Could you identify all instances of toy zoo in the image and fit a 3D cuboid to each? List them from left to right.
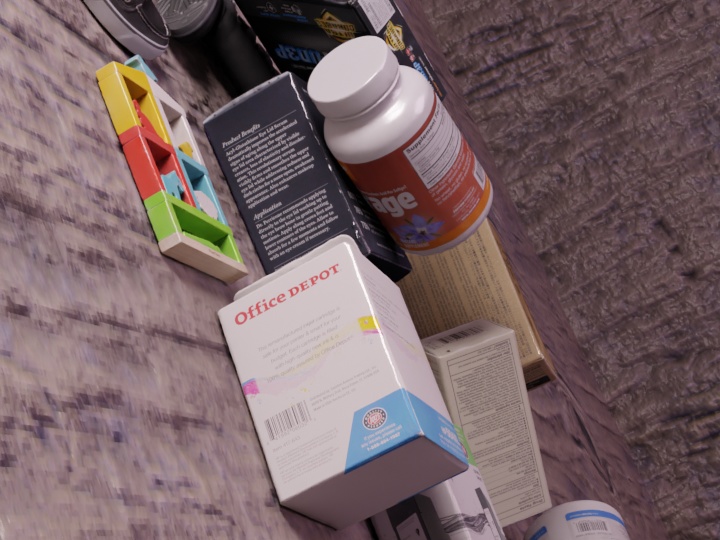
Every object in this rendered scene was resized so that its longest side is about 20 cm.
[{"bbox_3d":[-0.161,-0.092,1.254,0.201,0.020,0.131,67,13,18],"label":"toy zoo"}]

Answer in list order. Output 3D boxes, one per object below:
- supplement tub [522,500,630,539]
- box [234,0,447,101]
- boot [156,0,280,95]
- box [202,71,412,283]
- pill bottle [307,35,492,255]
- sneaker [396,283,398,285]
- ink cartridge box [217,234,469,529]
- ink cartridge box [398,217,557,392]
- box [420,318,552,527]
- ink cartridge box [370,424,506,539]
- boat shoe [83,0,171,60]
[{"bbox_3d":[0.275,0.386,1.779,0.132,0.131,0.201,51,18,-42],"label":"supplement tub"},{"bbox_3d":[-0.025,-0.229,1.491,0.199,0.046,0.159,18,-29,45],"label":"box"},{"bbox_3d":[-0.133,-0.218,1.547,0.166,0.065,0.201,-98,161,-52],"label":"boot"},{"bbox_3d":[-0.050,-0.072,1.468,0.201,0.104,0.148,66,14,15],"label":"box"},{"bbox_3d":[0.035,-0.117,1.410,0.200,0.112,0.113,53,16,-36],"label":"pill bottle"},{"bbox_3d":[0.000,0.000,1.601,0.201,0.070,0.076,62,14,0],"label":"sneaker"},{"bbox_3d":[-0.017,0.085,1.225,0.125,0.128,0.201,40,26,-60],"label":"ink cartridge box"},{"bbox_3d":[0.108,0.061,1.693,0.075,0.164,0.201,47,20,-58],"label":"ink cartridge box"},{"bbox_3d":[0.126,0.163,1.570,0.078,0.094,0.202,-158,-126,-67],"label":"box"},{"bbox_3d":[0.074,0.239,1.377,0.145,0.084,0.201,35,31,-65],"label":"ink cartridge box"},{"bbox_3d":[-0.211,-0.263,1.295,0.200,0.066,0.070,51,17,-42],"label":"boat shoe"}]
